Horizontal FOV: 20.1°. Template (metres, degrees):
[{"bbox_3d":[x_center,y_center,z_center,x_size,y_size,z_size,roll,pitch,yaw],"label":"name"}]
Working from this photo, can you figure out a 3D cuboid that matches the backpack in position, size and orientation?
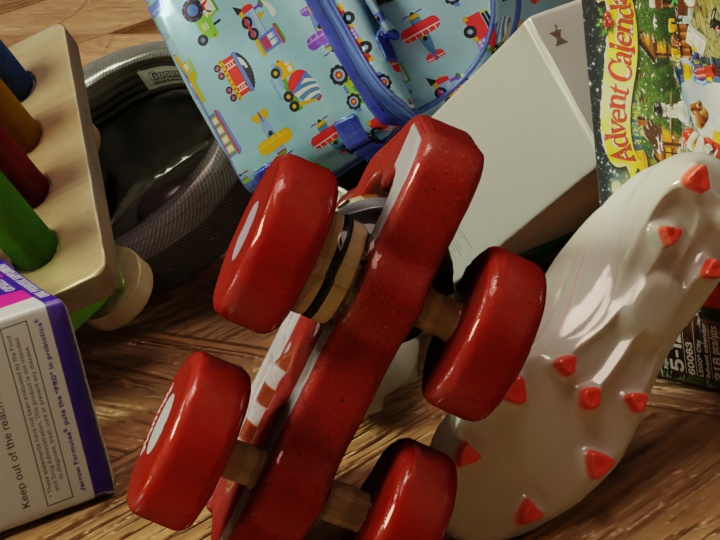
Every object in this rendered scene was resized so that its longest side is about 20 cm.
[{"bbox_3d":[0.008,-0.149,1.135,0.200,0.183,0.135,-26,-3,26],"label":"backpack"}]

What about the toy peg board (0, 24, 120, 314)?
[{"bbox_3d":[-0.247,-0.047,1.067,0.200,0.098,0.199,-24,47,9],"label":"toy peg board"}]

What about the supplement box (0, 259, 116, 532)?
[{"bbox_3d":[-0.231,0.078,0.933,0.200,0.103,0.101,-21,20,-22],"label":"supplement box"}]

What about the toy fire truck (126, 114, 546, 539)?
[{"bbox_3d":[-0.012,0.029,0.808,0.112,0.200,0.168,23,11,-10],"label":"toy fire truck"}]

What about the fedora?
[{"bbox_3d":[-0.138,-0.046,1.234,0.200,0.090,0.177,-39,47,-3],"label":"fedora"}]

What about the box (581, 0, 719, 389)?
[{"bbox_3d":[0.163,-0.046,0.898,0.038,0.200,0.137,-17,17,-35],"label":"box"}]

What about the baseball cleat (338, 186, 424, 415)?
[{"bbox_3d":[0.000,0.000,1.021,0.070,0.106,0.200,-16,15,3],"label":"baseball cleat"}]

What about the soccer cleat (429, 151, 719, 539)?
[{"bbox_3d":[0.092,0.033,0.851,0.200,0.069,0.078,-51,13,-16],"label":"soccer cleat"}]

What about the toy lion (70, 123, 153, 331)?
[{"bbox_3d":[-0.230,-0.011,1.160,0.192,0.069,0.200,-35,47,10],"label":"toy lion"}]

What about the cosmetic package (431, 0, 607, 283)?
[{"bbox_3d":[0.097,-0.067,1.062,0.108,0.085,0.200,-22,-10,-29],"label":"cosmetic package"}]
